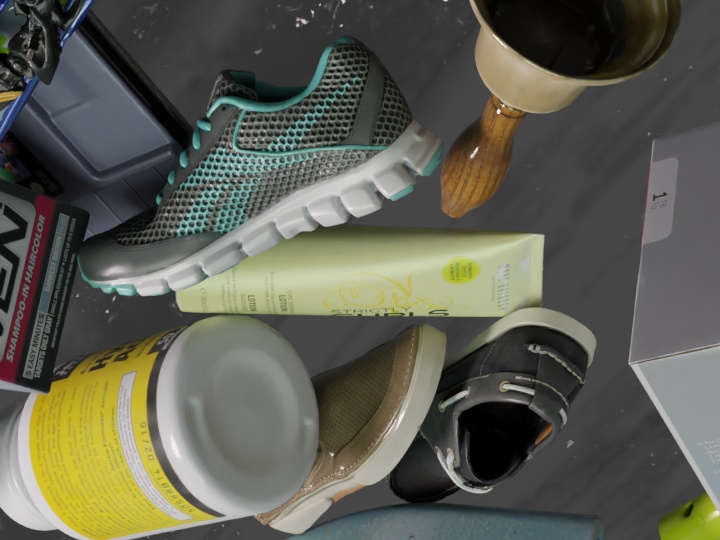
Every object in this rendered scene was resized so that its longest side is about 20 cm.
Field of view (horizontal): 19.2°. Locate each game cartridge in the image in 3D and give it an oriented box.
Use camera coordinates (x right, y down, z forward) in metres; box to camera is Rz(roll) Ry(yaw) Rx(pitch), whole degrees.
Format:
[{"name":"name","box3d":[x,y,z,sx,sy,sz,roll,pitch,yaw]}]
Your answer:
[{"name":"game cartridge","box3d":[-0.180,-0.093,1.106,0.129,0.039,0.200,-23,126,26]}]

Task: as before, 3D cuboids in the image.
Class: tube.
[{"name":"tube","box3d":[0.000,0.000,1.150,0.198,0.058,0.052,2,97,4]}]

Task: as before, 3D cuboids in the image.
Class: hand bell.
[{"name":"hand bell","box3d":[0.071,-0.082,1.038,0.103,0.105,0.200,18,149,-6]}]

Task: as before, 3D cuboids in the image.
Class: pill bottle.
[{"name":"pill bottle","box3d":[-0.127,0.097,1.220,0.199,0.112,0.111,-17,130,43]}]

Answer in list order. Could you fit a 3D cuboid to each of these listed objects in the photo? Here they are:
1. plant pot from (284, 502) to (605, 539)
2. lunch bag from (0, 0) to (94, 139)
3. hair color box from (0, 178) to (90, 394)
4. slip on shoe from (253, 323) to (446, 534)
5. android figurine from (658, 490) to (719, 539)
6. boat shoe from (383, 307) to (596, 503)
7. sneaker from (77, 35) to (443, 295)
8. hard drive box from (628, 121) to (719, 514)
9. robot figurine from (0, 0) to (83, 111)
[{"name":"plant pot","box3d":[0.034,0.254,1.287,0.198,0.197,0.196,10,151,17]},{"name":"lunch bag","box3d":[-0.192,-0.158,0.977,0.160,0.083,0.200,30,118,-15]},{"name":"hair color box","box3d":[-0.232,-0.009,1.047,0.060,0.100,0.199,4,168,41]},{"name":"slip on shoe","box3d":[-0.020,0.088,1.228,0.060,0.076,0.200,25,143,-17]},{"name":"android figurine","box3d":[0.269,0.179,1.279,0.182,0.041,0.200,37,133,-23]},{"name":"boat shoe","box3d":[0.062,0.092,1.208,0.071,0.068,0.200,23,145,-16]},{"name":"sneaker","box3d":[-0.061,-0.055,1.080,0.199,0.078,0.092,-24,102,12]},{"name":"hard drive box","box3d":[0.213,0.045,1.069,0.076,0.157,0.200,-13,130,26]},{"name":"robot figurine","box3d":[-0.175,-0.149,0.898,0.144,0.058,0.201,28,117,-12]}]
